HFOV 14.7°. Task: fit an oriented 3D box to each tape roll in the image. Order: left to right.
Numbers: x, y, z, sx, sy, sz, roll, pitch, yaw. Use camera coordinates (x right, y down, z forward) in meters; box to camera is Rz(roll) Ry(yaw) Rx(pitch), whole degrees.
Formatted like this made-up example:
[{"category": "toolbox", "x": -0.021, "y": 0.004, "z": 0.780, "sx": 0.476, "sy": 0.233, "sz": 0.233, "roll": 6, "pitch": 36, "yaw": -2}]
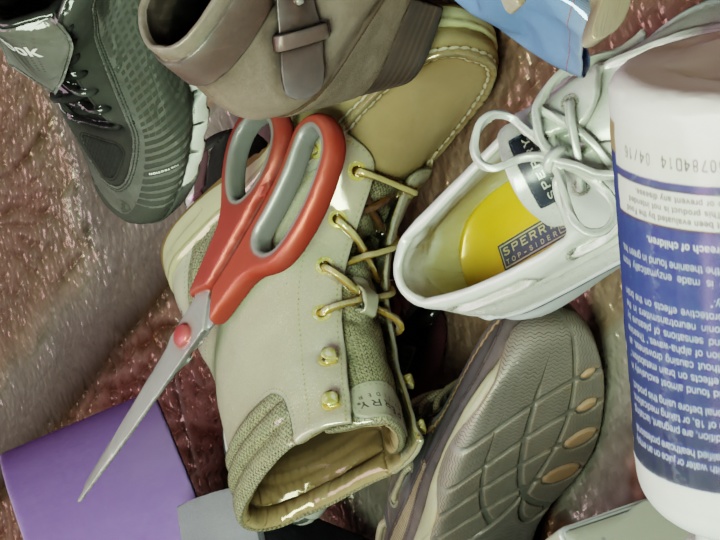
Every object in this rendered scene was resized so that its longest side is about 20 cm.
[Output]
[{"category": "tape roll", "x": -0.102, "y": 0.167, "z": 1.376, "sx": 0.200, "sy": 0.085, "sz": 0.201, "roll": 158, "pitch": 90, "yaw": -85}]

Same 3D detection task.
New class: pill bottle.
[{"category": "pill bottle", "x": 0.145, "y": 0.025, "z": 0.944, "sx": 0.111, "sy": 0.111, "sz": 0.201, "roll": 20, "pitch": 121, "yaw": 56}]

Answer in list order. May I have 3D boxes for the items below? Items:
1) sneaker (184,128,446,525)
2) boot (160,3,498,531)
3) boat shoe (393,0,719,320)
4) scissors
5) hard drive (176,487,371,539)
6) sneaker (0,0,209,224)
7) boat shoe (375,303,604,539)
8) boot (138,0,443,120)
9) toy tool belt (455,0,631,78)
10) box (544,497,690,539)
[{"category": "sneaker", "x": -0.011, "y": 0.007, "z": 1.274, "sx": 0.115, "sy": 0.075, "sz": 0.201, "roll": -30, "pitch": 59, "yaw": 32}, {"category": "boot", "x": 0.000, "y": 0.000, "z": 1.159, "sx": 0.200, "sy": 0.072, "sz": 0.155, "roll": -43, "pitch": 45, "yaw": 30}, {"category": "boat shoe", "x": 0.079, "y": -0.040, "z": 1.029, "sx": 0.202, "sy": 0.086, "sz": 0.075, "roll": -34, "pitch": 69, "yaw": 43}, {"category": "scissors", "x": -0.064, "y": 0.021, "z": 1.162, "sx": 0.073, "sy": 0.014, "sz": 0.201, "roll": 34, "pitch": 101, "yaw": 48}, {"category": "hard drive", "x": -0.007, "y": 0.189, "z": 1.240, "sx": 0.042, "sy": 0.135, "sz": 0.201, "roll": -42, "pitch": 44, "yaw": 23}, {"category": "sneaker", "x": -0.109, "y": -0.095, "z": 1.070, "sx": 0.066, "sy": 0.090, "sz": 0.201, "roll": 23, "pitch": 133, "yaw": 31}, {"category": "boat shoe", "x": 0.042, "y": 0.081, "z": 1.184, "sx": 0.073, "sy": 0.074, "sz": 0.201, "roll": 56, "pitch": 141, "yaw": 37}, {"category": "boot", "x": -0.013, "y": -0.155, "z": 1.067, "sx": 0.070, "sy": 0.146, "sz": 0.201, "roll": 11, "pitch": 91, "yaw": 39}, {"category": "toy tool belt", "x": 0.055, "y": -0.121, "z": 0.970, "sx": 0.199, "sy": 0.123, "sz": 0.125, "roll": 32, "pitch": 160, "yaw": 17}, {"category": "box", "x": 0.086, "y": 0.159, "z": 1.119, "sx": 0.078, "sy": 0.095, "sz": 0.200, "roll": 67, "pitch": 150, "yaw": 16}]
